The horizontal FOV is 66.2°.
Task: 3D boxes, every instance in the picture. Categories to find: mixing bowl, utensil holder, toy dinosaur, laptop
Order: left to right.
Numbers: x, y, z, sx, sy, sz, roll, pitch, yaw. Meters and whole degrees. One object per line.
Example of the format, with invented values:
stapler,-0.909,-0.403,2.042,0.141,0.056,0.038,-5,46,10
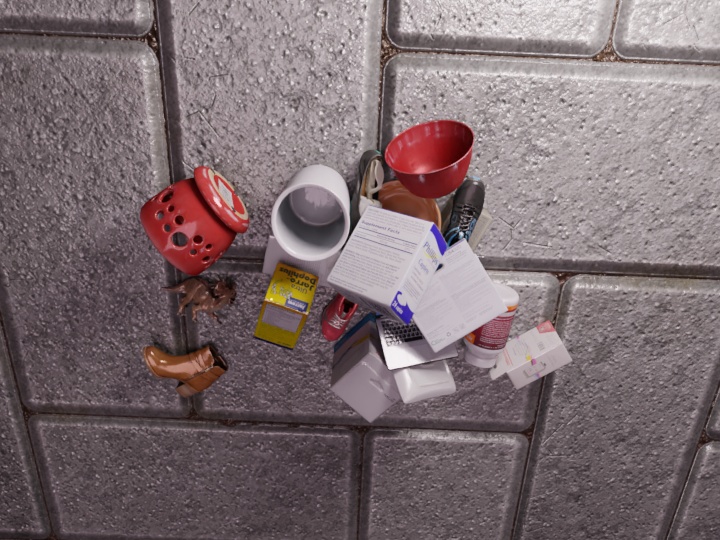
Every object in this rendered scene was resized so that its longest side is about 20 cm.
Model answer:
toy dinosaur,-0.397,0.056,1.398,0.198,0.086,0.137,26,101,8
utensil holder,-0.105,-0.138,1.244,0.167,0.201,0.172,0,113,0
laptop,0.138,0.106,1.291,0.184,0.203,0.116,-7,156,-18
mixing bowl,0.159,-0.232,1.222,0.197,0.202,0.109,-14,132,7

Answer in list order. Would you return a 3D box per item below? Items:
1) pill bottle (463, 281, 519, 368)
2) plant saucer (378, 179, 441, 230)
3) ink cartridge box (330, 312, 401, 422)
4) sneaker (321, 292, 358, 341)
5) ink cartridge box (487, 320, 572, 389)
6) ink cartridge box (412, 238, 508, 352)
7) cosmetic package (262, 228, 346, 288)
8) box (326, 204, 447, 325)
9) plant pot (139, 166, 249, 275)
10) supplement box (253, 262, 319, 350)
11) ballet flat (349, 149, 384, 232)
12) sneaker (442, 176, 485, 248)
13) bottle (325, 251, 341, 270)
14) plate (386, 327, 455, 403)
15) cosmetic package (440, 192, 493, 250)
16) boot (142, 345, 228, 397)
pill bottle,0.325,0.140,1.403,0.111,0.113,0.203,8,112,-3
plant saucer,0.094,-0.111,1.311,0.197,0.037,0.204,1,94,12
ink cartridge box,0.026,0.243,1.403,0.147,0.201,0.146,42,108,-15
sneaker,-0.052,0.104,1.407,0.073,0.087,0.202,23,112,-8
ink cartridge box,0.431,0.228,1.438,0.198,0.117,0.068,-31,110,14
ink cartridge box,0.199,0.055,1.245,0.195,0.043,0.201,-31,103,11
cosmetic package,-0.132,-0.031,1.359,0.197,0.071,0.103,13,112,-5
box,0.058,-0.015,1.184,0.202,0.182,0.105,-61,142,-12
plant pot,-0.365,-0.118,1.261,0.181,0.201,0.201,-33,109,7
supplement box,-0.183,0.092,1.346,0.107,0.111,0.201,19,144,-7
ballet flat,0.018,-0.176,1.263,0.067,0.068,0.203,3,96,-36
sneaker,0.234,-0.107,1.239,0.072,0.082,0.203,13,112,-5
bottle,0.000,0.000,1.318,0.199,0.065,0.085,19,91,-47
plate,0.148,0.213,1.357,0.198,0.202,0.032,1,151,-43
cosmetic package,0.222,-0.072,1.337,0.104,0.071,0.201,26,111,-11
boot,-0.467,0.241,1.480,0.154,0.074,0.201,-31,121,14
